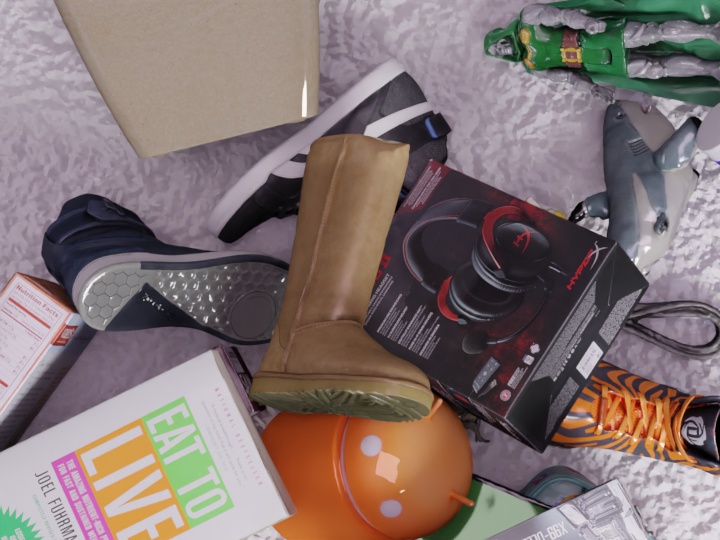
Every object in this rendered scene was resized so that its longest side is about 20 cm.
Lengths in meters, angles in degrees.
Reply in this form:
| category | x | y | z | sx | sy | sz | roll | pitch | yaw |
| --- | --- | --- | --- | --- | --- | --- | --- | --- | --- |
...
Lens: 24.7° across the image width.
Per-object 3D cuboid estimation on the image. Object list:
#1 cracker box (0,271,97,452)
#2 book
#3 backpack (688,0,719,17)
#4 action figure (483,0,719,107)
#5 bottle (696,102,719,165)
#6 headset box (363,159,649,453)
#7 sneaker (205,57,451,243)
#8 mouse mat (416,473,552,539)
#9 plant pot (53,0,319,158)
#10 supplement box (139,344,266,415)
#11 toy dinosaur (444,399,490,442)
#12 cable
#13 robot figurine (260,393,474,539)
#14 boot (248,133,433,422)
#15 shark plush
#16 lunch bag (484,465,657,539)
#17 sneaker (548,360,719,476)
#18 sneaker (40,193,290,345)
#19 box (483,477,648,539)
| category | x | y | z | sx | sy | sz | roll | pitch | yaw |
| --- | --- | --- | --- | --- | --- | --- | --- | --- | --- |
| cracker box | -0.282 | 0.099 | 1.243 | 0.058 | 0.134 | 0.200 | 36 | 87 | 3 |
| book | -0.165 | 0.158 | 1.176 | 0.200 | 0.048 | 0.134 | -27 | 83 | 3 |
| backpack | 0.288 | -0.277 | 1.244 | 0.200 | 0.163 | 0.168 | 31 | 68 | 4 |
| action figure | 0.189 | -0.172 | 1.266 | 0.200 | 0.055 | 0.118 | 6 | 129 | 27 |
| bottle | 0.342 | -0.060 | 1.245 | 0.200 | 0.065 | 0.084 | 32 | 84 | -22 |
| headset box | 0.083 | 0.019 | 1.198 | 0.200 | 0.075 | 0.149 | 28 | 80 | 38 |
| sneaker | -0.014 | -0.063 | 1.279 | 0.200 | 0.073 | 0.112 | -41 | 88 | -2 |
| mouse mat | 0.097 | 0.264 | 1.212 | 0.161 | 0.008 | 0.200 | 22 | 84 | 11 |
| plant pot | -0.119 | -0.186 | 1.236 | 0.200 | 0.200 | 0.177 | -13 | 97 | 0 |
| supplement box | -0.176 | 0.126 | 1.253 | 0.200 | 0.109 | 0.061 | -27 | 87 | 0 |
| toy dinosaur | 0.107 | 0.081 | 1.261 | 0.088 | 0.047 | 0.200 | 21 | 99 | 12 |
| cable | 0.191 | 0.029 | 1.283 | 0.200 | 0.050 | 0.097 | 29 | 90 | 4 |
| robot figurine | 0.000 | 0.144 | 1.213 | 0.117 | 0.200 | 0.144 | 36 | 57 | -31 |
| boot | 0.000 | 0.000 | 1.154 | 0.066 | 0.175 | 0.200 | 28 | 71 | -42 |
| shark plush | 0.202 | -0.038 | 1.269 | 0.083 | 0.091 | 0.200 | 17 | 79 | 16 |
| lunch bag | 0.150 | 0.259 | 1.257 | 0.160 | 0.077 | 0.200 | 42 | 89 | 3 |
| sneaker | 0.210 | 0.104 | 1.213 | 0.200 | 0.112 | 0.078 | 10 | 87 | -27 |
| sneaker | -0.146 | -0.004 | 1.270 | 0.202 | 0.146 | 0.077 | 7 | 107 | -33 |
| box | 0.099 | 0.210 | 1.138 | 0.200 | 0.158 | 0.050 | -25 | 77 | 2 |
